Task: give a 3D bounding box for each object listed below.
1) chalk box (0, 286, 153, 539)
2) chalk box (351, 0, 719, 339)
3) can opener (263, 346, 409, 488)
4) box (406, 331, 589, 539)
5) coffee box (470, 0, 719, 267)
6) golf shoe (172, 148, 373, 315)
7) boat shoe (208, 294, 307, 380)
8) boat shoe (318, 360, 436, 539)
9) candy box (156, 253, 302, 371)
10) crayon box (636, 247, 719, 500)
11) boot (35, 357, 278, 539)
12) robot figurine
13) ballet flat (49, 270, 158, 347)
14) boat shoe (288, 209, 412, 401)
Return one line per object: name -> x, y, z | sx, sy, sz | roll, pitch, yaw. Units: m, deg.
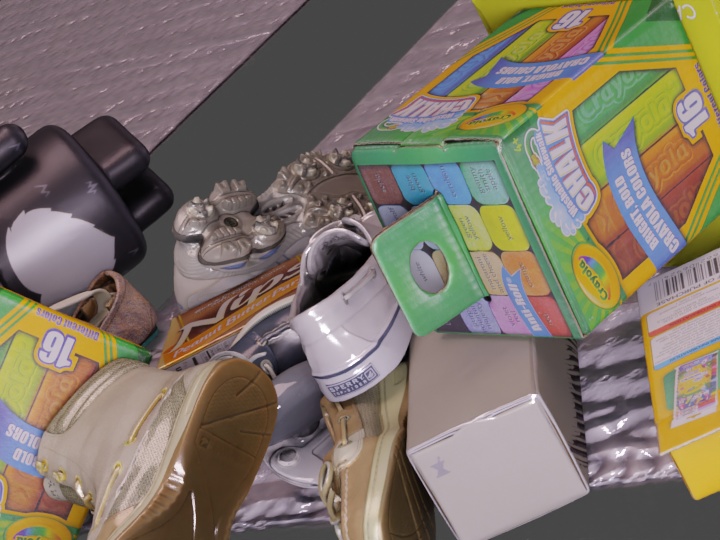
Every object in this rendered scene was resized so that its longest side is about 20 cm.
chalk box -> -0.234, 0.112, 1.690 | 0.124, 0.124, 0.201 | 14, 82, 64
chalk box -> 0.090, -0.044, 1.493 | 0.124, 0.125, 0.200 | 1, 34, 49
can opener -> 0.018, 0.056, 1.629 | 0.053, 0.067, 0.200 | 32, 55, 33
box -> 0.075, 0.065, 1.525 | 0.082, 0.069, 0.200 | -25, 21, 14
coffee box -> 0.224, -0.137, 1.608 | 0.198, 0.201, 0.199 | -42, 24, -31
golf shoe -> -0.045, -0.020, 1.879 | 0.199, 0.098, 0.078 | -14, 48, -31
boat shoe -> -0.074, 0.080, 1.679 | 0.199, 0.075, 0.062 | -29, 18, 5
boat shoe -> 0.002, 0.111, 1.490 | 0.063, 0.074, 0.201 | -14, 24, 9
candy box -> -0.028, 0.025, 1.760 | 0.199, 0.055, 0.115 | -27, 12, 8
crayon box -> 0.211, 0.043, 1.417 | 0.125, 0.052, 0.200 | -25, 20, 13
boot -> -0.139, 0.140, 1.576 | 0.154, 0.072, 0.201 | 1, 61, 55
robot figurine -> -0.233, -0.023, 1.990 | 0.200, 0.151, 0.125 | -37, 1, -10
ballet flat -> -0.213, 0.068, 1.904 | 0.068, 0.067, 0.200 | -12, 27, 37
boat shoe -> 0.000, 0.000, 1.590 | 0.073, 0.066, 0.200 | -29, 18, 15
